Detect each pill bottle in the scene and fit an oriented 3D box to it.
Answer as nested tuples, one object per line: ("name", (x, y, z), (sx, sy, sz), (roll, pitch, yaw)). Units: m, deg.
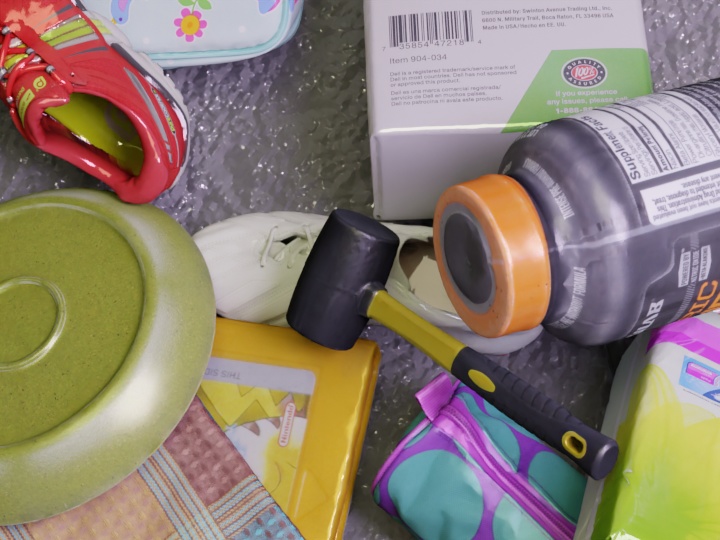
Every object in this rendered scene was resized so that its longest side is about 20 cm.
("pill bottle", (0.135, -0.027, 0.837), (0.199, 0.106, 0.107), (-15, 69, -22))

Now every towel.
("towel", (-0.139, 0.150, 0.887), (0.200, 0.022, 0.147), (-38, 66, -5))

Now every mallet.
("mallet", (0.046, 0.030, 0.842), (0.199, 0.041, 0.066), (25, 101, 39))

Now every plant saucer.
("plant saucer", (-0.173, 0.034, 0.930), (0.199, 0.031, 0.201), (-9, 57, 13))

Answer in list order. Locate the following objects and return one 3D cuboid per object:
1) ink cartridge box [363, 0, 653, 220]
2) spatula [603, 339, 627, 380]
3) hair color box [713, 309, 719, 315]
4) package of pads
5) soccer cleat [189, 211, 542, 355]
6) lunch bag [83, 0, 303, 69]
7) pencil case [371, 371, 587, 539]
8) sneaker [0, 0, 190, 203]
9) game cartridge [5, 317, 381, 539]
("ink cartridge box", (0.074, -0.134, 0.967), (0.144, 0.084, 0.201), (-2, 58, 2))
("spatula", (0.139, 0.059, 0.942), (0.056, 0.021, 0.201), (-16, 72, 10))
("hair color box", (0.259, -0.035, 0.949), (0.199, 0.064, 0.112), (-10, 70, 1))
("package of pads", (0.184, 0.114, 0.835), (0.154, 0.068, 0.200), (28, 37, 0))
("soccer cleat", (0.000, 0.000, 0.942), (0.199, 0.078, 0.070), (9, 70, 7))
("lunch bag", (-0.131, -0.185, 0.993), (0.198, 0.077, 0.162), (-1, 105, 6))
("pencil case", (0.100, 0.140, 0.876), (0.200, 0.093, 0.085), (39, 66, 17))
("sneaker", (-0.167, -0.110, 0.929), (0.200, 0.085, 0.077), (37, 116, -19))
("game cartridge", (-0.102, 0.106, 0.923), (0.199, 0.032, 0.177), (8, 70, 12))
